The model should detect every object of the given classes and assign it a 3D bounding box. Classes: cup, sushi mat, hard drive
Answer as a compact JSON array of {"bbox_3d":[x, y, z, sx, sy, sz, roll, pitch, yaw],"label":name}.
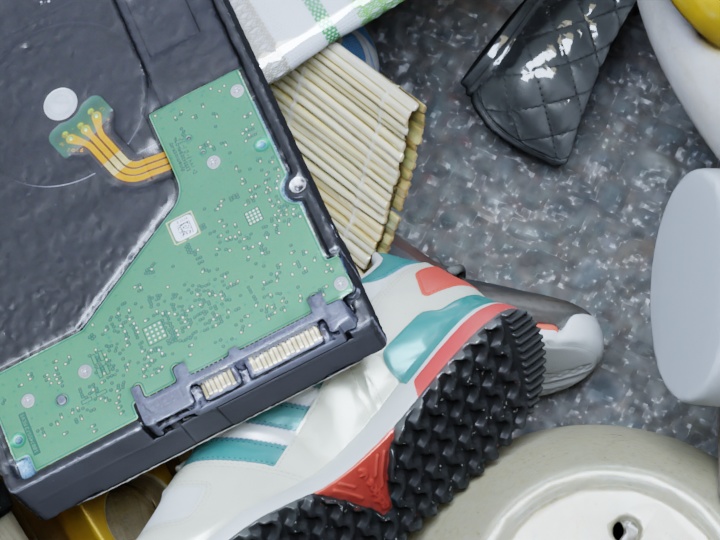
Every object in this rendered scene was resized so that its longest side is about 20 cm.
[{"bbox_3d":[0.089,0.138,1.066,0.200,0.143,0.201,0,70,1],"label":"cup"},{"bbox_3d":[-0.055,-0.074,1.128,0.012,0.096,0.200,-18,46,-43],"label":"sushi mat"},{"bbox_3d":[-0.090,-0.028,1.028,0.140,0.038,0.200,-28,62,3],"label":"hard drive"}]

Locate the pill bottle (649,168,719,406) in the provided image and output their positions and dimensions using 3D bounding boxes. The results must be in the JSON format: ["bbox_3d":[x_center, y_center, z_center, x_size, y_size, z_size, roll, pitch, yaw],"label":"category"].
[{"bbox_3d":[0.209,0.010,1.018,0.200,0.111,0.111,4,70,-13],"label":"pill bottle"}]

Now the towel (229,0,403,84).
[{"bbox_3d":[-0.041,-0.144,1.098,0.200,0.031,0.149,-33,57,-2],"label":"towel"}]

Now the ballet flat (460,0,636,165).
[{"bbox_3d":[0.120,-0.128,1.210,0.057,0.066,0.200,42,81,-4],"label":"ballet flat"}]

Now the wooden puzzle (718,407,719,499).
[{"bbox_3d":[0.233,0.072,1.081,0.200,0.185,0.037,9,106,5],"label":"wooden puzzle"}]

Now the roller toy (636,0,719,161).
[{"bbox_3d":[0.198,-0.095,1.116,0.140,0.200,0.183,-36,93,28],"label":"roller toy"}]

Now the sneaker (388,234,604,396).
[{"bbox_3d":[0.000,0.000,1.156,0.200,0.077,0.082,8,64,3],"label":"sneaker"}]

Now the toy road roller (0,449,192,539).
[{"bbox_3d":[-0.119,0.111,1.094,0.200,0.146,0.123,-32,92,-39],"label":"toy road roller"}]

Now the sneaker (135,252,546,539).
[{"bbox_3d":[-0.030,0.068,1.045,0.200,0.070,0.093,-40,47,-16],"label":"sneaker"}]

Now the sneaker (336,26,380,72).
[{"bbox_3d":[-0.081,-0.118,1.200,0.200,0.072,0.072,25,74,11],"label":"sneaker"}]
